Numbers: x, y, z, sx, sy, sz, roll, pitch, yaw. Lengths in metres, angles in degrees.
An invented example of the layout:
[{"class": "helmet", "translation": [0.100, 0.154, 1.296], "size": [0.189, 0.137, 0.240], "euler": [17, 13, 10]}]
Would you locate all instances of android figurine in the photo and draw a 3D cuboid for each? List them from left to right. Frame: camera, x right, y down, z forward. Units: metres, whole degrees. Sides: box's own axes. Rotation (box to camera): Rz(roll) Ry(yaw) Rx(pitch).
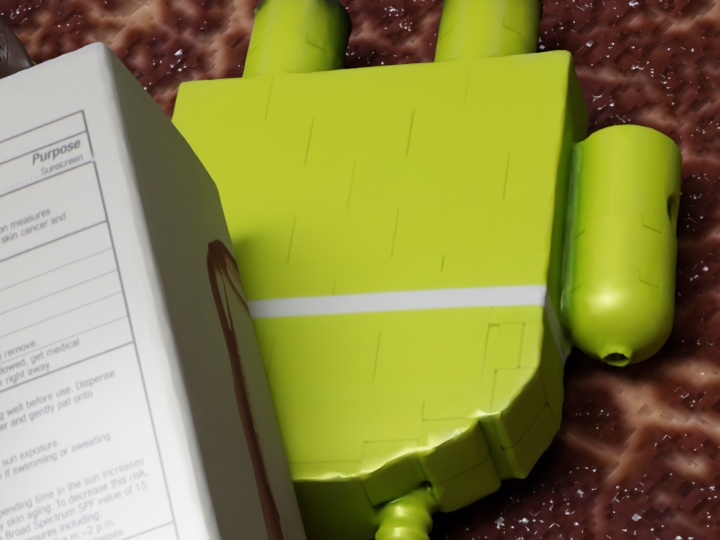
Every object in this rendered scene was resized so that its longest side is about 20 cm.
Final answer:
[{"class": "android figurine", "translation": [0.000, 0.000, 0.778], "size": [0.181, 0.041, 0.201], "euler": [-5, 52, 15]}]

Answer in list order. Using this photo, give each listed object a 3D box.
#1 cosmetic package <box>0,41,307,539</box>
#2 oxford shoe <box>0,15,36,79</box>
[{"class": "cosmetic package", "translation": [-0.073, 0.059, 0.681], "size": [0.103, 0.087, 0.201], "euler": [-20, 60, 11]}, {"class": "oxford shoe", "translation": [-0.165, -0.095, 0.883], "size": [0.071, 0.073, 0.200], "euler": [-43, 53, -15]}]
